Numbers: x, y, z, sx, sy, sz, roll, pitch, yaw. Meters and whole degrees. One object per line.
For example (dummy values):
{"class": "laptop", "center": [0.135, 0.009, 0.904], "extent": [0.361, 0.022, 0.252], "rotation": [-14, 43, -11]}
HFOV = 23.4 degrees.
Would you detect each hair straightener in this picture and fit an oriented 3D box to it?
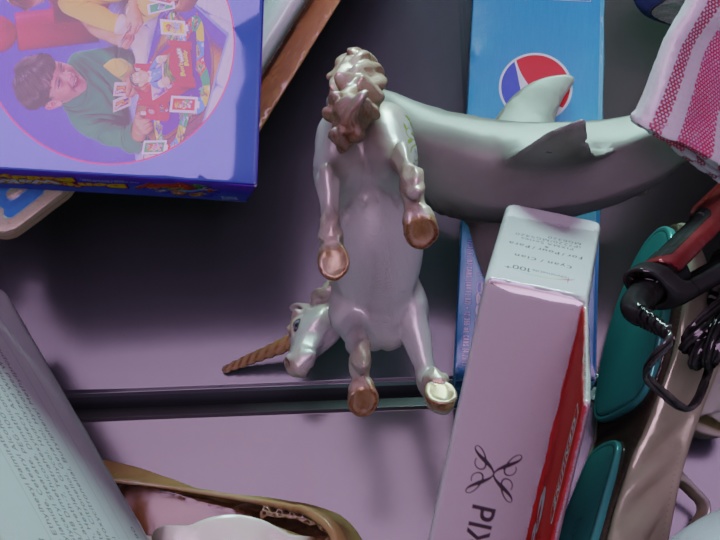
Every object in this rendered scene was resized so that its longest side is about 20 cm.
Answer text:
{"class": "hair straightener", "center": [0.166, 0.006, 0.749], "extent": [0.041, 0.200, 0.077], "rotation": [-22, 99, 35]}

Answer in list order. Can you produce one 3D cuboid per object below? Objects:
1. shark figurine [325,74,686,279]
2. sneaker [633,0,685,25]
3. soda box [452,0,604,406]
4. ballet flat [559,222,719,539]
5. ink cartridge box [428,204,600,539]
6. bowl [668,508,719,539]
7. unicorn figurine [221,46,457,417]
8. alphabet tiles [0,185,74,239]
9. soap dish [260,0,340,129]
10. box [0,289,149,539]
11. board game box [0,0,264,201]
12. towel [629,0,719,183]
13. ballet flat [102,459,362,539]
{"class": "shark figurine", "center": [0.103, -0.064, 0.734], "extent": [0.213, 0.090, 0.129], "rotation": [-22, 74, -1]}
{"class": "sneaker", "center": [0.224, -0.111, 0.817], "extent": [0.199, 0.075, 0.089], "rotation": [7, 76, 1]}
{"class": "soda box", "center": [0.078, -0.040, 0.807], "extent": [0.064, 0.068, 0.201], "rotation": [3, 73, 3]}
{"class": "ballet flat", "center": [0.132, 0.079, 0.777], "extent": [0.069, 0.070, 0.201], "rotation": [18, 73, 8]}
{"class": "ink cartridge box", "center": [0.050, 0.096, 0.668], "extent": [0.044, 0.176, 0.201], "rotation": [12, 111, 5]}
{"class": "bowl", "center": [0.158, 0.173, 0.708], "extent": [0.200, 0.090, 0.202], "rotation": [-8, 105, -29]}
{"class": "unicorn figurine", "center": [0.000, 0.000, 0.726], "extent": [0.073, 0.201, 0.138], "rotation": [7, 29, -13]}
{"class": "alphabet tiles", "center": [-0.182, -0.112, 0.786], "extent": [0.195, 0.015, 0.200], "rotation": [-39, 76, -11]}
{"class": "soap dish", "center": [-0.076, -0.159, 0.844], "extent": [0.157, 0.081, 0.201], "rotation": [28, 76, 10]}
{"class": "box", "center": [-0.205, 0.130, 0.701], "extent": [0.199, 0.131, 0.200], "rotation": [-38, 70, 10]}
{"class": "board game box", "center": [-0.108, -0.135, 0.743], "extent": [0.134, 0.045, 0.201], "rotation": [3, 83, -9]}
{"class": "towel", "center": [0.216, -0.083, 0.740], "extent": [0.199, 0.030, 0.147], "rotation": [28, 87, -31]}
{"class": "ballet flat", "center": [-0.096, 0.116, 0.770], "extent": [0.199, 0.063, 0.069], "rotation": [2, 75, 3]}
